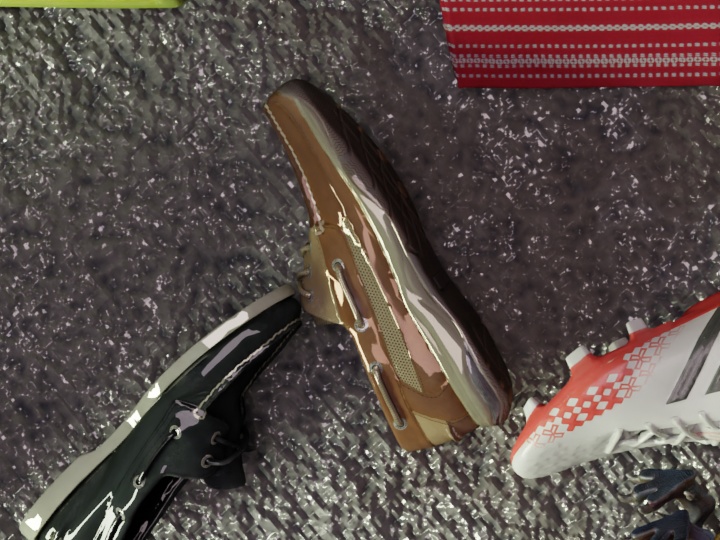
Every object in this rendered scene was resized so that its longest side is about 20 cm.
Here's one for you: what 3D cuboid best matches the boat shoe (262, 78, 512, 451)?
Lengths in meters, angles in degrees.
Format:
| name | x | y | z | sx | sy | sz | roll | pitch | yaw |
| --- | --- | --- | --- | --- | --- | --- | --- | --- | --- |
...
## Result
| name | x | y | z | sx | sy | sz | roll | pitch | yaw |
| --- | --- | --- | --- | --- | --- | --- | --- | --- | --- |
| boat shoe | 0.000 | 0.000 | 1.001 | 0.072 | 0.076 | 0.201 | -31 | 85 | 13 |

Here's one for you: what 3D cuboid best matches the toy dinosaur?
| name | x | y | z | sx | sy | sz | roll | pitch | yaw |
| --- | --- | --- | --- | --- | --- | --- | --- | --- | --- |
| toy dinosaur | 0.169 | 0.195 | 0.971 | 0.199 | 0.105 | 0.182 | -20 | 109 | 0 |

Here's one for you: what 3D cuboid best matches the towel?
| name | x | y | z | sx | sy | sz | roll | pitch | yaw |
| --- | --- | --- | --- | --- | --- | --- | --- | --- | --- |
| towel | 0.102 | -0.163 | 0.934 | 0.144 | 0.201 | 0.023 | 1 | 49 | 12 |

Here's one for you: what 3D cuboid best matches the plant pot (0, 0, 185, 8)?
| name | x | y | z | sx | sy | sz | roll | pitch | yaw |
| --- | --- | --- | --- | --- | --- | --- | --- | --- | --- |
| plant pot | -0.195 | -0.234 | 0.973 | 0.198 | 0.200 | 0.183 | 2 | 85 | 12 |

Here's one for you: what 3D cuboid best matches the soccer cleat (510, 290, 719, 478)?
| name | x | y | z | sx | sy | sz | roll | pitch | yaw |
| --- | --- | --- | --- | --- | --- | --- | --- | --- | --- |
| soccer cleat | 0.165 | 0.057 | 0.968 | 0.199 | 0.069 | 0.085 | -32 | 69 | 6 |

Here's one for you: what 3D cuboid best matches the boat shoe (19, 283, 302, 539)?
| name | x | y | z | sx | sy | sz | roll | pitch | yaw |
| --- | --- | --- | --- | --- | --- | --- | --- | --- | --- |
| boat shoe | -0.088 | 0.091 | 1.018 | 0.199 | 0.074 | 0.066 | -44 | 80 | 15 |
